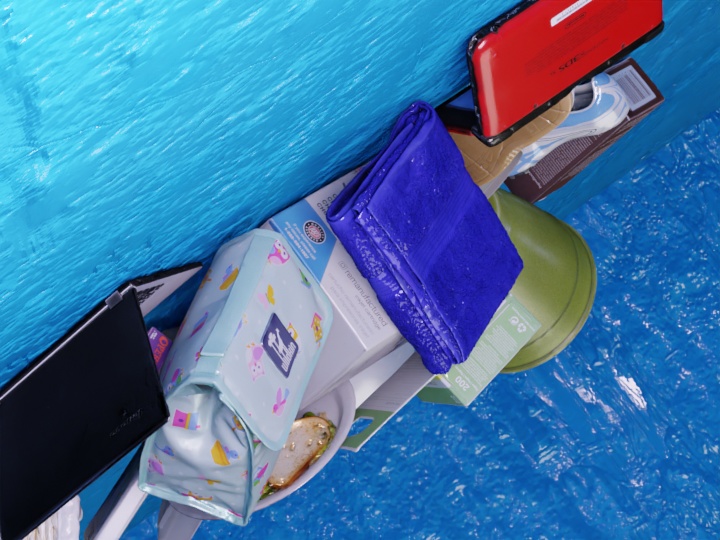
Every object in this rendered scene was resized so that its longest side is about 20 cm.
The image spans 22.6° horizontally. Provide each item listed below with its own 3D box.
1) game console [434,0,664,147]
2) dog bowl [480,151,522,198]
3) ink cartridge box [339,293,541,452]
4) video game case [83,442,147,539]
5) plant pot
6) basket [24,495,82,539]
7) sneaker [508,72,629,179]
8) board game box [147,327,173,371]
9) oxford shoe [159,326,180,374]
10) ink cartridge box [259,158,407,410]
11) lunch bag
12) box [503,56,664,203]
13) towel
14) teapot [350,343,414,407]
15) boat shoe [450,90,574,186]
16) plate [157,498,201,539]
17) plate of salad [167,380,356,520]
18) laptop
[{"bbox_3d":[0.147,-0.205,1.534,0.200,0.119,0.173,-35,143,-17],"label":"game console"},{"bbox_3d":[0.075,-0.071,1.840,0.200,0.059,0.200,-43,172,-8],"label":"dog bowl"},{"bbox_3d":[0.062,0.105,1.643,0.200,0.048,0.146,-46,-172,-12],"label":"ink cartridge box"},{"bbox_3d":[-0.203,0.183,1.721,0.200,0.022,0.182,-57,-174,-5],"label":"video game case"},{"bbox_3d":[0.137,-0.013,2.027,0.200,0.201,0.193,-37,142,10],"label":"plant pot"},{"bbox_3d":[-0.346,0.319,1.725,0.160,0.199,0.200,0,168,-8],"label":"basket"},{"bbox_3d":[0.199,-0.161,1.987,0.200,0.073,0.072,-27,-153,27],"label":"sneaker"},{"bbox_3d":[-0.240,0.132,1.535,0.200,0.032,0.120,-33,-152,47],"label":"board game box"},{"bbox_3d":[-0.182,0.082,1.698,0.200,0.058,0.075,-85,-161,-80],"label":"oxford shoe"},{"bbox_3d":[0.000,0.000,1.641,0.200,0.147,0.145,-32,172,-38],"label":"ink cartridge box"},{"bbox_3d":[-0.101,0.084,1.473,0.200,0.122,0.171,104,7,-52],"label":"lunch bag"},{"bbox_3d":[0.265,-0.167,2.200,0.100,0.075,0.200,-30,169,-50],"label":"box"},{"bbox_3d":[0.064,-0.025,1.529,0.049,0.200,0.148,10,-127,45],"label":"towel"},{"bbox_3d":[-0.028,0.053,1.880,0.197,0.200,0.146,-4,118,-37],"label":"teapot"},{"bbox_3d":[0.128,-0.137,1.680,0.200,0.071,0.069,-28,-160,39],"label":"boat shoe"},{"bbox_3d":[-0.160,0.177,1.820,0.200,0.032,0.200,121,-15,-47],"label":"plate"},{"bbox_3d":[-0.098,0.149,1.656,0.200,0.048,0.200,-22,-148,14],"label":"plate of salad"},{"bbox_3d":[-0.203,0.103,1.439,0.187,0.116,0.200,-38,173,21],"label":"laptop"}]
